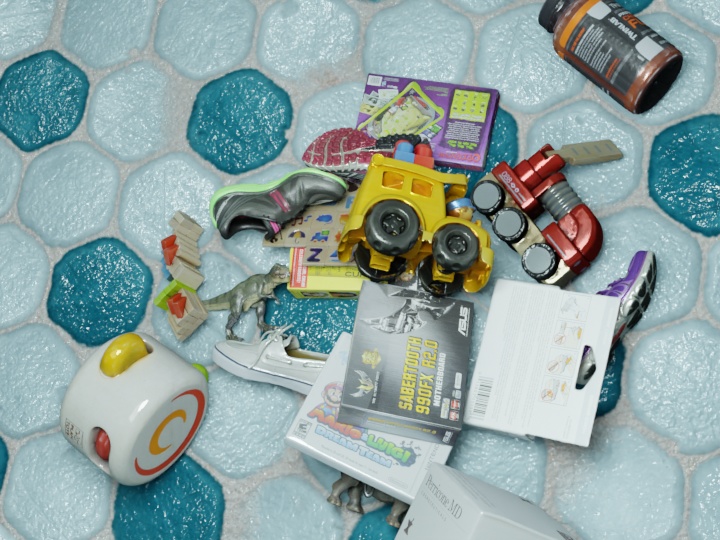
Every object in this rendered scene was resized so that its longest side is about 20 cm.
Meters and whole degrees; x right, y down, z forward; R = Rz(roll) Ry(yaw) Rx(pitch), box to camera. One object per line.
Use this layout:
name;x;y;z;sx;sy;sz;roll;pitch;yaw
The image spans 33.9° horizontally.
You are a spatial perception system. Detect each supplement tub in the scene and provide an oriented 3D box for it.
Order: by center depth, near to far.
supplement tub;0.341;-0.314;1.638;0.107;0.107;0.200;-45;69;-3

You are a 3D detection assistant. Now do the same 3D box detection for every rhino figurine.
rhino figurine;0.061;0.294;1.547;0.198;0.060;0.088;16;81;16

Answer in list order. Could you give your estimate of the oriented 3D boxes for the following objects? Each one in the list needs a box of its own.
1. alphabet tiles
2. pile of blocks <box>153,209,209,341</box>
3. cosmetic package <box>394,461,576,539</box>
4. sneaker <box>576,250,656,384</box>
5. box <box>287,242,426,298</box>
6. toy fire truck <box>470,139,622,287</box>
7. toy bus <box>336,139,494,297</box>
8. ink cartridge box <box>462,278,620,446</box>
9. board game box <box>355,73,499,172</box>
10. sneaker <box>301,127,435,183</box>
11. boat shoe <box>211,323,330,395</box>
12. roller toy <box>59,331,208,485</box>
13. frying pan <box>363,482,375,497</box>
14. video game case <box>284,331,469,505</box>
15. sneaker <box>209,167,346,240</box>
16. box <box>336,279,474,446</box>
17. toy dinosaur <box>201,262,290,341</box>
alphabet tiles;-0.036;-0.071;1.673;0.198;0.008;0.168;1;50;14
pile of blocks;-0.272;-0.001;1.700;0.082;0.062;0.202;-23;57;26
cosmetic package;0.136;0.366;1.398;0.164;0.165;0.201;24;93;-21
sneaker;0.318;0.050;1.550;0.083;0.081;0.201;35;85;26
box;0.000;0.000;1.655;0.198;0.050;0.076;1;73;15
toy fire truck;0.277;-0.095;1.592;0.200;0.129;0.177;-41;69;10
toy bus;0.084;-0.080;1.556;0.198;0.136;0.194;15;67;-2
ink cartridge box;0.237;0.120;1.524;0.172;0.044;0.202;9;75;28
board game box;0.094;-0.215;1.710;0.198;0.032;0.121;10;73;16
sneaker;0.009;-0.148;1.677;0.198;0.075;0.081;9;51;23
boat shoe;-0.106;0.111;1.619;0.200;0.075;0.087;16;107;15
roller toy;-0.311;0.183;1.601;0.139;0.200;0.183;32;89;21
frying pan;0.017;0.197;1.563;0.114;0.031;0.190;30;54;16
video game case;0.028;0.191;1.532;0.199;0.024;0.183;24;55;8
sneaker;-0.113;-0.086;1.663;0.198;0.077;0.084;-14;64;6
box;0.062;0.118;1.547;0.157;0.049;0.201;13;53;-2
toy dinosaur;-0.166;0.053;1.679;0.199;0.047;0.089;-20;86;27
